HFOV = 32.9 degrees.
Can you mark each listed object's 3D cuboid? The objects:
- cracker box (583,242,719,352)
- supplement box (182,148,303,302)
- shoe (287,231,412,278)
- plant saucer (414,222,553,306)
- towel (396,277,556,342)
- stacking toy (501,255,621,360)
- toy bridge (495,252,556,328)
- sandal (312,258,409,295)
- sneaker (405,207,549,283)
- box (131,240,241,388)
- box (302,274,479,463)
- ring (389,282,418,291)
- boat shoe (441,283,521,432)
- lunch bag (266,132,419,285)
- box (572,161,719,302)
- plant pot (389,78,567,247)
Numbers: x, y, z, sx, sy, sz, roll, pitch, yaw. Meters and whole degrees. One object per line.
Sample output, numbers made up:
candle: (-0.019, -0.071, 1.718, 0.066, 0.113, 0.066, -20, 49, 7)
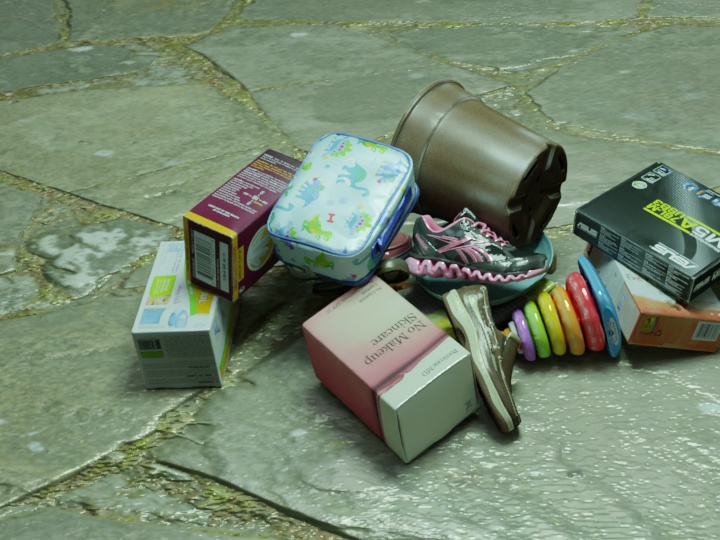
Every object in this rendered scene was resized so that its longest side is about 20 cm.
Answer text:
cracker box: (0.396, 0.020, 1.649, 0.132, 0.058, 0.201, 6, 35, -15)
supplement box: (-0.149, -0.065, 1.670, 0.085, 0.112, 0.200, 23, 42, 23)
shoe: (-0.016, -0.049, 1.801, 0.196, 0.092, 0.072, -7, 37, 0)
plant saucer: (0.170, -0.010, 1.699, 0.196, 0.028, 0.201, -8, 36, 5)
towel: (0.155, 0.031, 1.689, 0.198, 0.023, 0.144, -24, 37, -16)
stacking toy: (0.236, 0.076, 1.612, 0.197, 0.117, 0.110, -19, 35, 3)
toy bridge: (0.202, 0.031, 1.719, 0.066, 0.028, 0.200, 17, 44, 31)
sandal: (0.000, 0.000, 1.682, 0.080, 0.056, 0.199, -1, -11, -27)
sneaker: (0.154, -0.034, 1.619, 0.197, 0.097, 0.079, 6, 3, 19)
box: (-0.236, 0.056, 1.693, 0.110, 0.103, 0.201, -2, 38, 6)
box: (0.037, 0.120, 1.547, 0.127, 0.110, 0.199, -34, 48, -20)
ring: (0.052, 0.077, 1.692, 0.197, 0.019, 0.202, -5, 37, 3)
boat shoe: (0.170, 0.103, 1.550, 0.074, 0.075, 0.205, -22, 64, 0)
lunch bag: (-0.020, -0.081, 1.620, 0.159, 0.083, 0.201, 16, 57, 23)
box: (0.422, -0.058, 1.653, 0.192, 0.048, 0.199, -25, 46, -35)
plant pot: (0.168, -0.138, 1.701, 0.197, 0.202, 0.200, 28, 49, 31)
